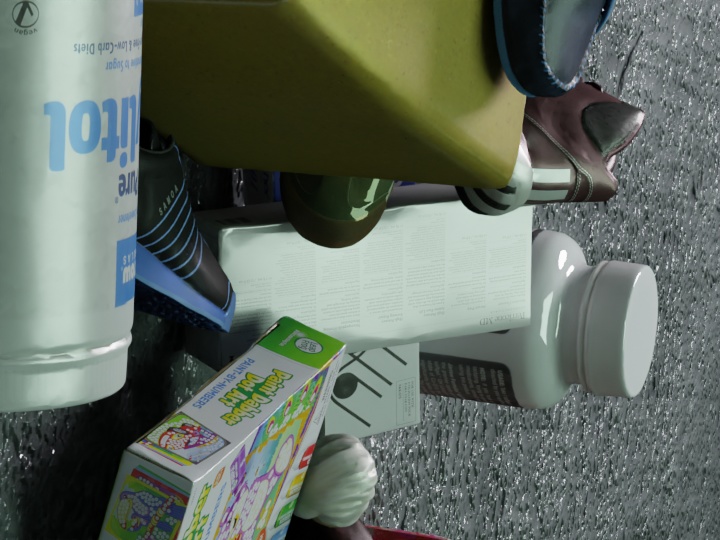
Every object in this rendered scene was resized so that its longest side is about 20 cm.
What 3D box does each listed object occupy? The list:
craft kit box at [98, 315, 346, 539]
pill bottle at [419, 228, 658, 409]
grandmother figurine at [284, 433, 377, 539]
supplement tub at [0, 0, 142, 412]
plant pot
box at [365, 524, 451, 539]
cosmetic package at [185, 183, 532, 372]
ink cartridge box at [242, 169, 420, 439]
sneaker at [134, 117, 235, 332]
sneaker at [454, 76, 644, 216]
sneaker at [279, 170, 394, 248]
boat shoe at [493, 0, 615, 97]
[{"bbox_3d":[-0.087,0.146,1.395,0.197,0.048,0.201,-37,148,-59],"label":"craft kit box"},{"bbox_3d":[0.077,0.026,1.657,0.111,0.199,0.111,7,90,-70],"label":"pill bottle"},{"bbox_3d":[-0.023,0.161,1.553,0.061,0.121,0.200,-46,160,-33],"label":"grandmother figurine"},{"bbox_3d":[-0.156,-0.052,1.109,0.132,0.132,0.201,-23,117,-67],"label":"supplement tub"},{"bbox_3d":[-0.034,-0.161,1.338,0.200,0.194,0.196,22,75,-63],"label":"plant pot"},{"bbox_3d":[0.032,0.224,1.738,0.200,0.099,0.096,36,62,-68],"label":"box"},{"bbox_3d":[0.000,0.000,1.502,0.199,0.051,0.083,-7,105,-28],"label":"cosmetic package"},{"bbox_3d":[-0.017,0.001,1.552,0.094,0.044,0.201,-13,115,-25],"label":"ink cartridge box"},{"bbox_3d":[-0.107,-0.027,1.335,0.200,0.070,0.078,42,63,-64],"label":"sneaker"},{"bbox_3d":[0.098,-0.107,1.542,0.076,0.115,0.200,116,-30,-46],"label":"sneaker"},{"bbox_3d":[0.002,-0.116,1.459,0.090,0.067,0.201,103,2,-55],"label":"sneaker"},{"bbox_3d":[0.115,-0.185,1.343,0.084,0.068,0.201,21,76,-58],"label":"boat shoe"}]
